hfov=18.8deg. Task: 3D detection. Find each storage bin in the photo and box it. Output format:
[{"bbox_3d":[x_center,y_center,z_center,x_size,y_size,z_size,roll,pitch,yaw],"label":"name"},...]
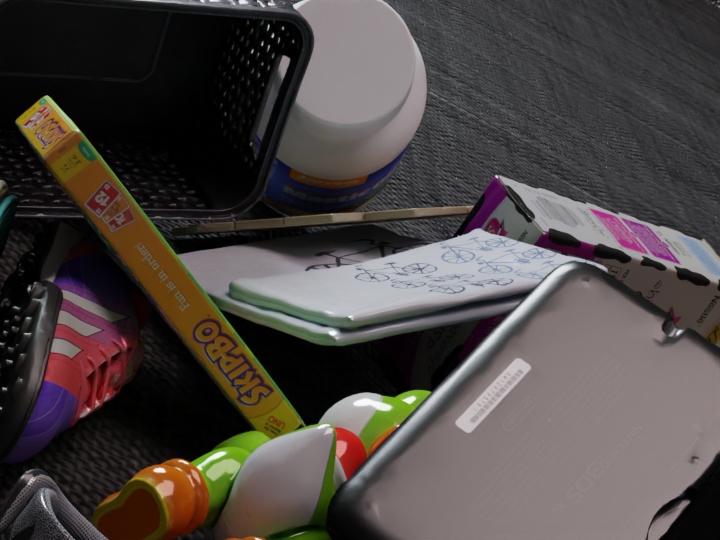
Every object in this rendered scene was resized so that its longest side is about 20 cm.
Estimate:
[{"bbox_3d":[-0.142,-0.110,1.191,0.199,0.136,0.094,0,35,-34],"label":"storage bin"}]

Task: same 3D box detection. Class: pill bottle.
[{"bbox_3d":[-0.019,-0.103,1.331,0.112,0.112,0.200,32,-11,0],"label":"pill bottle"}]

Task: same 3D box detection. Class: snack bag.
[{"bbox_3d":[0.000,0.000,1.167,0.188,0.022,0.200,-11,17,-37],"label":"snack bag"}]

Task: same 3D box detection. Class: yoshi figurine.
[{"bbox_3d":[-0.029,0.114,0.980,0.112,0.113,0.200,-1,12,38],"label":"yoshi figurine"}]

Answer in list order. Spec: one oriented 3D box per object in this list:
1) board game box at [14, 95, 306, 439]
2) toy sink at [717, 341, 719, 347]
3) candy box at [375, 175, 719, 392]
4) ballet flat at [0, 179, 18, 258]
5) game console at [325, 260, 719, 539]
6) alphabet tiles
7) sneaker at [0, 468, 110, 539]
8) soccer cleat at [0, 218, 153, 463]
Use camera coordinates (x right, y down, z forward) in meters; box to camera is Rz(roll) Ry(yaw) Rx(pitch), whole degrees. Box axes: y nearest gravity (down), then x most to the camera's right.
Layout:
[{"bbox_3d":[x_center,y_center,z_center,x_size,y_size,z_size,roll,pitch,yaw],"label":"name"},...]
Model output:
[{"bbox_3d":[-0.093,0.006,1.053,0.200,0.030,0.096,51,-4,-21],"label":"board game box"},{"bbox_3d":[0.324,0.105,1.450,0.200,0.131,0.112,42,22,25],"label":"toy sink"},{"bbox_3d":[0.126,0.031,1.311,0.199,0.137,0.061,13,30,-42],"label":"candy box"},{"bbox_3d":[-0.200,0.001,0.997,0.062,0.068,0.200,18,21,-9],"label":"ballet flat"},{"bbox_3d":[0.099,0.125,0.965,0.175,0.117,0.200,34,52,17],"label":"game console"},{"bbox_3d":[-0.009,-0.030,1.295,0.166,0.006,0.200,-3,1,29],"label":"alphabet tiles"},{"bbox_3d":[-0.142,0.121,0.711,0.199,0.114,0.075,10,28,-47],"label":"sneaker"},{"bbox_3d":[-0.134,0.038,1.007,0.073,0.068,0.200,32,16,-14],"label":"soccer cleat"}]
